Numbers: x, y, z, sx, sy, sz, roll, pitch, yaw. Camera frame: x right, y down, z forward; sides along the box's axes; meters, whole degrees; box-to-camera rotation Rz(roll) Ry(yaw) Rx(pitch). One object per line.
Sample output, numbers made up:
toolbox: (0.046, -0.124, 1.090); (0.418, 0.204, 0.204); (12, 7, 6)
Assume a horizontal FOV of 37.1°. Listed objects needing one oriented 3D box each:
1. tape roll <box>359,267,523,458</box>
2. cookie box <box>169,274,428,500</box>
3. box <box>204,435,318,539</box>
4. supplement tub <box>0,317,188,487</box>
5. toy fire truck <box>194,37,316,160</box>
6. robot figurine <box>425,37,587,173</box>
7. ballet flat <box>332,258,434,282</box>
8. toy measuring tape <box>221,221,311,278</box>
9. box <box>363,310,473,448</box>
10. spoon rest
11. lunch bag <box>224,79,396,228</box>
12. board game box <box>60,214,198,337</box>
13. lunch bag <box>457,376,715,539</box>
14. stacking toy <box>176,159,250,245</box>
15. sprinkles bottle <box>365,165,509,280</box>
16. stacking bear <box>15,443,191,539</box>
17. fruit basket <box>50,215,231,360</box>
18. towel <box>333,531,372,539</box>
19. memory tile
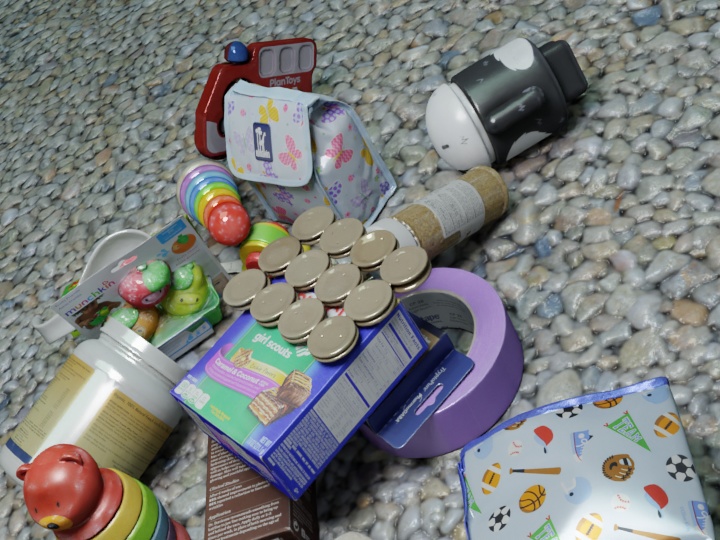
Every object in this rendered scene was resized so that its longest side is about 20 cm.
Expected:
tape roll: (0.069, 0.094, 1.131); (0.197, 0.066, 0.202); (-17, 43, 16)
cookie box: (-0.061, 0.096, 1.054); (0.200, 0.076, 0.170); (-47, 41, -18)
box: (-0.103, 0.214, 1.114); (0.099, 0.075, 0.202); (-20, 43, 14)
supplement tub: (-0.290, 0.169, 1.201); (0.143, 0.145, 0.201); (23, 73, 44)
toy fire truck: (-0.144, -0.234, 1.485); (0.198, 0.171, 0.111); (-15, 25, -40)
robot figurine: (0.176, -0.201, 1.314); (0.198, 0.151, 0.126); (-30, 62, 1)
ballet flat: (0.000, 0.000, 1.262); (0.198, 0.072, 0.069); (-33, 39, -1)
toy measuring tape: (-0.151, -0.025, 1.384); (0.197, 0.074, 0.074); (-2, 48, 30)
box: (0.011, 0.089, 1.099); (0.121, 0.033, 0.199); (-46, 43, -15)
spoon rest: (-0.332, 0.028, 1.362); (0.199, 0.100, 0.061); (-37, 18, 5)
lunch bag: (-0.077, -0.146, 1.357); (0.168, 0.201, 0.128); (16, 58, 40)
board game box: (-0.308, 0.006, 1.444); (0.198, 0.048, 0.102); (-30, 18, 2)
lunch bag: (0.185, 0.205, 0.904); (0.197, 0.125, 0.172); (-14, 44, 9)
stacking toy: (-0.187, -0.080, 1.396); (0.085, 0.086, 0.200); (-34, 26, -3)
sprinkles bottle: (0.086, -0.054, 1.208); (0.068, 0.069, 0.199); (15, 35, 41)
stacking bear: (-0.262, 0.251, 1.077); (0.120, 0.201, 0.115); (-12, 44, 22)
fruit basket: (-0.250, 0.035, 1.290); (0.184, 0.200, 0.094); (-34, 68, -4)
towel: (-0.025, 0.306, 0.944); (0.131, 0.035, 0.199); (18, 30, 40)
memory tile: (-0.035, 0.009, 1.055); (0.153, 0.017, 0.199); (-45, 40, -18)
